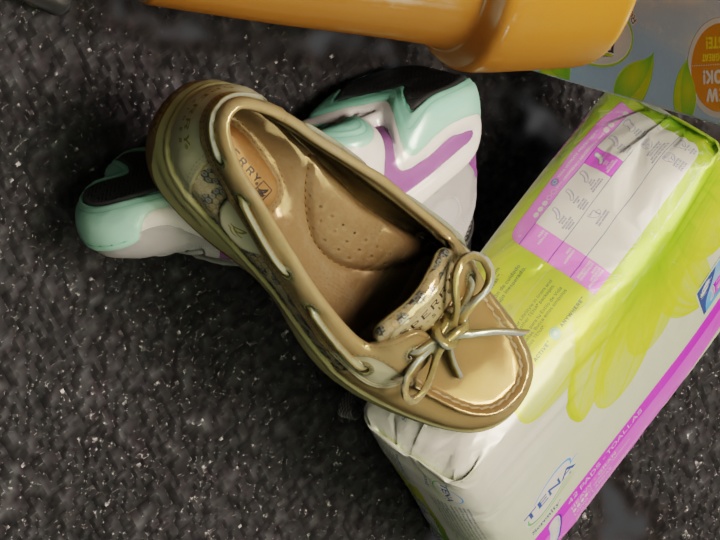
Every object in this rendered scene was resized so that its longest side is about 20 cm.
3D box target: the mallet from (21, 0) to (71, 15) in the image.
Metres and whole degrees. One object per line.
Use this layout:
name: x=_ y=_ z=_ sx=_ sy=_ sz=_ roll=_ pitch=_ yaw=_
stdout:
mallet: x=-0.195 y=-0.141 z=0.971 sx=0.199 sy=0.066 sz=0.041 roll=15 pitch=117 yaw=-51

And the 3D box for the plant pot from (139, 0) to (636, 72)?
plant pot: x=-0.003 y=-0.173 z=1.003 sx=0.182 sy=0.200 sz=0.202 roll=-7 pitch=108 yaw=-16

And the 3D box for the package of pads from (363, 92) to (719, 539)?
package of pads: x=0.095 y=0.032 z=1.155 sx=0.200 sy=0.068 sz=0.155 roll=-52 pitch=153 yaw=-11

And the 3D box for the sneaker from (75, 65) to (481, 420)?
sneaker: x=-0.024 y=0.002 z=1.096 sx=0.199 sy=0.078 sz=0.141 roll=-18 pitch=112 yaw=-28

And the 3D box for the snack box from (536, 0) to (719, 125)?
snack box: x=0.133 y=-0.157 z=1.079 sx=0.067 sy=0.200 sz=0.170 roll=0 pitch=105 yaw=-33

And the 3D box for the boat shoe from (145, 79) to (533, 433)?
boat shoe: x=0.000 y=0.000 z=1.014 sx=0.200 sy=0.063 sz=0.074 roll=38 pitch=76 yaw=-23
